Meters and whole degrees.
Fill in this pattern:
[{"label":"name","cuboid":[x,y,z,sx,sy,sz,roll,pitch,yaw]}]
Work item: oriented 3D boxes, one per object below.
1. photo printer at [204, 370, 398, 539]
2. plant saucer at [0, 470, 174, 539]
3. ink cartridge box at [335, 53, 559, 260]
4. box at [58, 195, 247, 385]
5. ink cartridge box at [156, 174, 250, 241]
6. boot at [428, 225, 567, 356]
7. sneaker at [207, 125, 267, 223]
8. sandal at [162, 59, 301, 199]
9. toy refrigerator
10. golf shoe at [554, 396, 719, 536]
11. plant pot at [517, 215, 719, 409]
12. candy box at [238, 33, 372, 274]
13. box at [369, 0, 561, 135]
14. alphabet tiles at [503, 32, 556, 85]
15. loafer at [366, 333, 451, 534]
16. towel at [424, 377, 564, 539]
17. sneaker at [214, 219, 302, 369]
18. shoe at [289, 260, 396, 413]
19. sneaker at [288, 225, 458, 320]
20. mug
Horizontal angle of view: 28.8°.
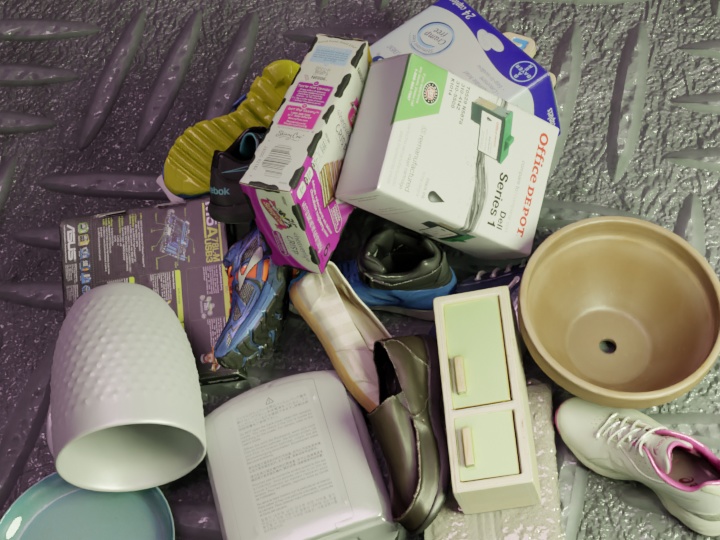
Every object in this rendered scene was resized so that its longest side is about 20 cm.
[{"label":"photo printer","cuboid":[-0.067,0.195,1.372,0.166,0.070,0.200,-20,52,0]},{"label":"plant saucer","cuboid":[-0.276,0.286,1.390,0.199,0.027,0.201,-7,53,10]},{"label":"ink cartridge box","cuboid":[0.091,-0.110,1.404,0.084,0.199,0.147,-4,69,58]},{"label":"box","cuboid":[-0.224,0.030,1.508,0.192,0.048,0.201,-9,76,7]},{"label":"ink cartridge box","cuboid":[-0.120,-0.107,1.607,0.200,0.068,0.117,-32,53,-11]},{"label":"boot","cuboid":[0.157,0.014,1.441,0.090,0.073,0.200,29,67,24]},{"label":"sneaker","cuboid":[-0.082,-0.117,1.481,0.075,0.080,0.200,12,31,38]},{"label":"sandal","cuboid":[-0.135,-0.145,1.545,0.200,0.087,0.080,-39,89,-18]},{"label":"toy refrigerator","cuboid":[0.118,0.120,1.321,0.076,0.070,0.201,-9,61,10]},{"label":"golf shoe","cuboid":[0.266,0.163,1.294,0.200,0.092,0.075,28,68,29]},{"label":"plant pot","cuboid":[0.247,0.055,1.363,0.200,0.093,0.202,1,58,-2]},{"label":"candy box","cuboid":[-0.040,-0.117,1.403,0.061,0.137,0.201,11,59,21]},{"label":"box","cuboid":[0.087,-0.181,1.565,0.200,0.105,0.184,-35,54,-10]},{"label":"alphabet tiles","cuboid":[0.122,-0.210,1.650,0.195,0.015,0.200,21,63,27]},{"label":"loafer","cuboid":[0.036,0.152,1.324,0.071,0.073,0.201,13,56,-24]},{"label":"towel","cuboid":[0.126,0.197,1.343,0.132,0.035,0.201,-8,54,10]},{"label":"sneaker","cuboid":[-0.111,0.015,1.452,0.078,0.075,0.201,13,58,13]},{"label":"shoe","cuboid":[0.003,0.078,1.404,0.053,0.070,0.200,-43,76,23]},{"label":"sneaker","cuboid":[0.000,-0.001,1.470,0.199,0.111,0.077,5,56,18]},{"label":"mug","cuboid":[-0.252,0.121,1.404,0.200,0.147,0.176,-36,50,33]}]
